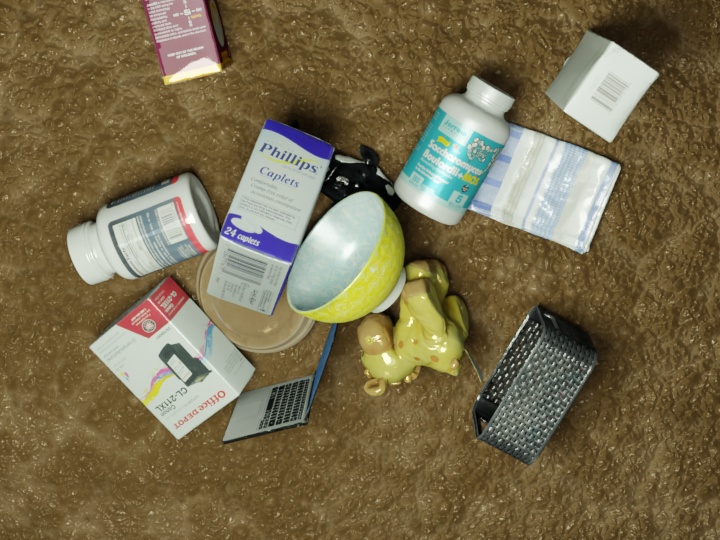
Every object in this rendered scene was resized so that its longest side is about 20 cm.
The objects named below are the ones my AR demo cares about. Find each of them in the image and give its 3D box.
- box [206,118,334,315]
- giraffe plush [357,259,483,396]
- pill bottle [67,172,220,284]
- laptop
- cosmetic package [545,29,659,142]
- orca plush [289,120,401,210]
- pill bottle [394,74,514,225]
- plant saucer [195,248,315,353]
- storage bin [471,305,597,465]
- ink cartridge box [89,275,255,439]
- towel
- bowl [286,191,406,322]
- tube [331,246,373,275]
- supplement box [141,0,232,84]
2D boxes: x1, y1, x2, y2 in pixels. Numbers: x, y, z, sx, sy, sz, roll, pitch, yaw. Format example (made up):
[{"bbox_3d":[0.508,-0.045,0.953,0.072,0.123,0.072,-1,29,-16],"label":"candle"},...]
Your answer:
[{"bbox_3d":[-0.126,-0.070,1.553,0.105,0.184,0.200,20,62,-4],"label":"box"},{"bbox_3d":[0.068,0.100,1.653,0.162,0.173,0.201,-23,86,20],"label":"giraffe plush"},{"bbox_3d":[-0.318,-0.055,1.638,0.199,0.120,0.120,-20,104,7],"label":"pill bottle"},{"bbox_3d":[-0.112,0.147,1.651,0.199,0.187,0.116,-15,104,6],"label":"laptop"},{"bbox_3d":[0.323,-0.254,1.520,0.081,0.200,0.113,33,106,-6],"label":"cosmetic package"},{"bbox_3d":[-0.029,-0.142,1.628,0.105,0.071,0.200,-43,100,12],"label":"orca plush"},{"bbox_3d":[0.139,-0.174,1.594,0.111,0.111,0.200,28,104,-6],"label":"pill bottle"},{"bbox_3d":[-0.158,0.034,1.684,0.199,0.029,0.201,5,108,14],"label":"plant saucer"},{"bbox_3d":[0.257,0.170,1.670,0.094,0.135,0.200,27,105,-5],"label":"storage bin"},{"bbox_3d":[-0.281,0.133,1.691,0.146,0.083,0.200,-37,101,26],"label":"ink cartridge box"},{"bbox_3d":[0.269,-0.123,1.649,0.199,0.024,0.147,20,104,-3],"label":"towel"},{"bbox_3d":[0.000,0.000,1.580,0.108,0.200,0.200,36,104,-28],"label":"bowl"},{"bbox_3d":[-0.063,0.011,1.689,0.199,0.050,0.078,-22,93,12],"label":"tube"},{"bbox_3d":[-0.248,-0.369,1.554,0.085,0.110,0.201,-12,105,5],"label":"supplement box"}]
